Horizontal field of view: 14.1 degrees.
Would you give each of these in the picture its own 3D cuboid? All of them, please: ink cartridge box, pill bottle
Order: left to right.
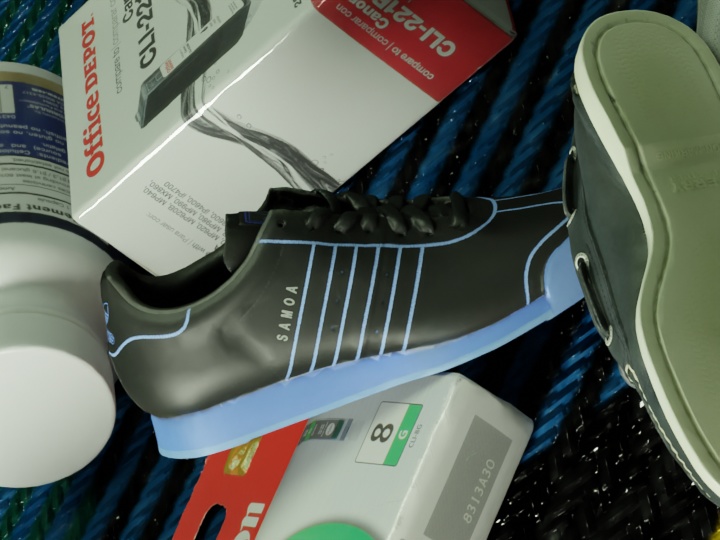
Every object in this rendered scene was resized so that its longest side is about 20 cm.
[{"bbox_3d":[-0.161,0.003,1.330,0.111,0.111,0.200,-42,34,21],"label":"pill bottle"},{"bbox_3d":[-0.038,0.115,1.124,0.200,0.050,0.161,2,63,52],"label":"ink cartridge box"},{"bbox_3d":[-0.039,-0.105,1.289,0.200,0.084,0.144,-40,36,24],"label":"ink cartridge box"}]

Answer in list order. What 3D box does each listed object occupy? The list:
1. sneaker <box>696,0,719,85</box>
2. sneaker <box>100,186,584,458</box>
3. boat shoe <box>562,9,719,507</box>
[{"bbox_3d":[0.158,-0.140,1.071,0.079,0.074,0.200,-24,44,49],"label":"sneaker"},{"bbox_3d":[0.000,0.000,1.082,0.200,0.078,0.070,-23,17,2],"label":"sneaker"},{"bbox_3d":[0.110,0.007,1.002,0.066,0.074,0.200,112,145,-53],"label":"boat shoe"}]
